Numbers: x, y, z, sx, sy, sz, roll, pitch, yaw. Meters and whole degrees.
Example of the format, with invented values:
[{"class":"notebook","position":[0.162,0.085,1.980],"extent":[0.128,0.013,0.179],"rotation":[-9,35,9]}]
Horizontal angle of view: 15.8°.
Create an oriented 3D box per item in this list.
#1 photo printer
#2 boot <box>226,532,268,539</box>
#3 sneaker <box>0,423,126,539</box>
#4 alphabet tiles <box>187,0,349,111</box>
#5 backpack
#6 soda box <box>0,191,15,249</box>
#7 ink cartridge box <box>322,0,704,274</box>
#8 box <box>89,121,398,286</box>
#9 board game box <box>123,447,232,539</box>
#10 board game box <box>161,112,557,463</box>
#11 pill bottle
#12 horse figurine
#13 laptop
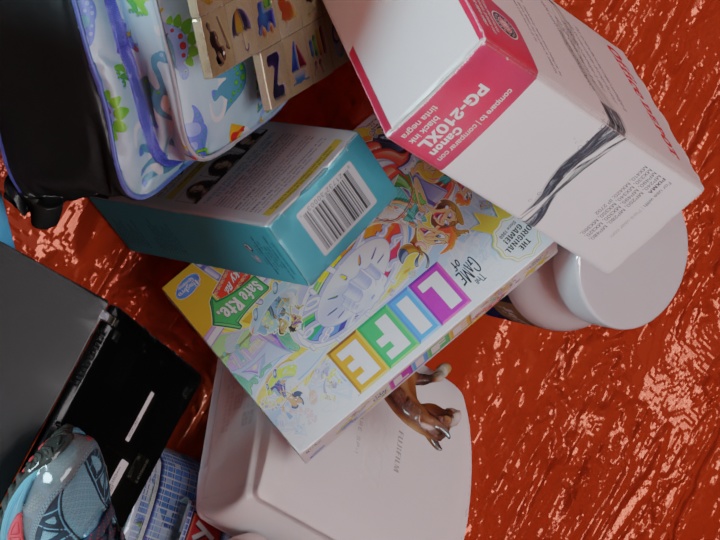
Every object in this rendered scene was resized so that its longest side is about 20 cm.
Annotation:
[{"class":"photo printer","position":[-0.007,0.120,1.653],"extent":[0.200,0.069,0.167],"rotation":[34,51,-35]},{"class":"boot","position":[-0.048,0.250,1.606],"extent":[0.090,0.073,0.201],"rotation":[-12,113,-41]},{"class":"sneaker","position":[-0.140,0.169,1.452],"extent":[0.079,0.095,0.200],"rotation":[-48,148,-38]},{"class":"alphabet tiles","position":[-0.056,-0.176,1.437],"extent":[0.200,0.008,0.168],"rotation":[-40,122,-63]},{"class":"backpack","position":[-0.117,-0.147,1.486],"extent":[0.200,0.147,0.183],"rotation":[-45,127,-53]},{"class":"soda box","position":[-0.246,-0.029,1.484],"extent":[0.068,0.064,0.201],"rotation":[-23,111,-31]},{"class":"ink cartridge box","position":[0.088,-0.104,1.499],"extent":[0.084,0.145,0.200],"rotation":[-44,131,19]},{"class":"box","position":[-0.072,-0.045,1.525],"extent":[0.082,0.200,0.049],"rotation":[-46,119,-21]},{"class":"board game box","position":[-0.131,0.213,1.612],"extent":[0.200,0.062,0.200],"rotation":[24,83,-38]},{"class":"board game box","position":[0.000,0.000,1.560],"extent":[0.200,0.034,0.135],"rotation":[-40,76,-5]},{"class":"pill bottle","position":[0.109,-0.024,1.664],"extent":[0.115,0.200,0.116],"rotation":[-7,102,-35]},{"class":"horse figurine","position":[0.003,0.017,1.623],"extent":[0.200,0.050,0.133],"rotation":[56,24,-2]},{"class":"laptop","position":[-0.207,0.089,1.489],"extent":[0.178,0.103,0.200],"rotation":[-62,152,-9]}]
